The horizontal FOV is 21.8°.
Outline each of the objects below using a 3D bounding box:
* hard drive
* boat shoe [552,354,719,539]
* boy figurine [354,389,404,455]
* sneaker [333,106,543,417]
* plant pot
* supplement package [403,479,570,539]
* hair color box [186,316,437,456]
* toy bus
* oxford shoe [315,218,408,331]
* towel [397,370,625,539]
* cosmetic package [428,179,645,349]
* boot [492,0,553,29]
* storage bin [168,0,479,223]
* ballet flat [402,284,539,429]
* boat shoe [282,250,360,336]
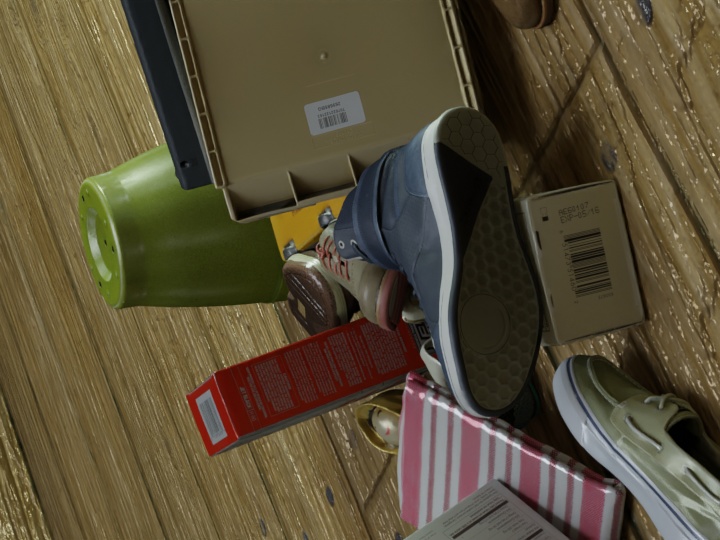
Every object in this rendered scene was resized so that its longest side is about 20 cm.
[{"bbox_3d":[-0.147,-0.178,1.406,0.140,0.033,0.200,-96,-9,-64],"label":"hard drive"},{"bbox_3d":[0.198,0.113,1.212,0.200,0.072,0.062,51,123,40],"label":"boat shoe"},{"bbox_3d":[0.063,0.162,1.561,0.200,0.064,0.125,53,152,39],"label":"boy figurine"},{"bbox_3d":[0.049,0.007,1.264,0.146,0.077,0.203,-23,69,56],"label":"sneaker"},{"bbox_3d":[-0.166,-0.046,1.818,0.200,0.193,0.201,166,90,-69],"label":"plant pot"},{"bbox_3d":[0.108,0.289,1.336,0.200,0.151,0.152,37,140,31],"label":"supplement package"},{"bbox_3d":[-0.036,0.089,1.564,0.061,0.200,0.102,68,157,7],"label":"hair color box"},{"bbox_3d":[-0.019,-0.065,1.599,0.200,0.078,0.065,142,112,-67],"label":"toy bus"},{"bbox_3d":[0.000,0.000,1.449,0.200,0.075,0.071,-91,13,-80],"label":"oxford shoe"},{"bbox_3d":[0.111,0.171,1.404,0.200,0.030,0.147,27,135,29],"label":"towel"},{"bbox_3d":[0.113,0.000,1.322,0.200,0.073,0.104,174,83,-69],"label":"cosmetic package"},{"bbox_3d":[0.056,-0.239,1.273,0.200,0.075,0.074,56,158,-1],"label":"boot"},{"bbox_3d":[-0.022,-0.153,1.365,0.094,0.200,0.199,-15,-89,-86],"label":"storage bin"},{"bbox_3d":[0.071,0.040,1.458,0.074,0.074,0.200,105,145,-50],"label":"ballet flat"},{"bbox_3d":[-0.021,0.008,1.619,0.075,0.075,0.202,52,170,3],"label":"boat shoe"}]
